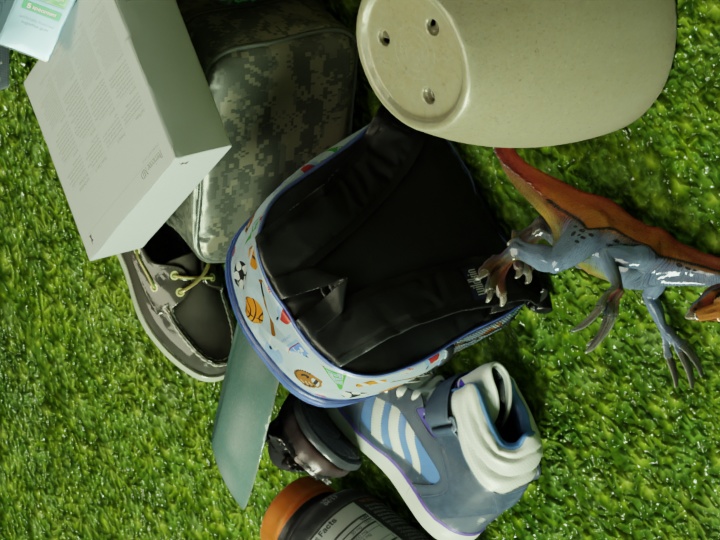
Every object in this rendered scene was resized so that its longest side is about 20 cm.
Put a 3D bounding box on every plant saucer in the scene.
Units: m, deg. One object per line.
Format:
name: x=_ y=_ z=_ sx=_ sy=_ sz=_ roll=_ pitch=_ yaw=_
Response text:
plant saucer: x=-0.086 y=0.084 z=1.828 sx=0.038 sy=0.202 sz=0.202 roll=14 pitch=133 yaw=-4

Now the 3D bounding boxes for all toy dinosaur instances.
toy dinosaur: x=0.169 y=-0.012 z=1.544 sx=0.181 sy=0.105 sz=0.201 roll=-10 pitch=92 yaw=31

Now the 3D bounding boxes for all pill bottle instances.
pill bottle: x=0.010 y=0.244 z=1.866 sx=0.200 sy=0.106 sz=0.107 roll=35 pitch=135 yaw=33

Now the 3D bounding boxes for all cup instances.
cup: x=0.082 y=-0.160 z=1.507 sx=0.200 sy=0.143 sz=0.201 roll=27 pitch=130 yaw=37

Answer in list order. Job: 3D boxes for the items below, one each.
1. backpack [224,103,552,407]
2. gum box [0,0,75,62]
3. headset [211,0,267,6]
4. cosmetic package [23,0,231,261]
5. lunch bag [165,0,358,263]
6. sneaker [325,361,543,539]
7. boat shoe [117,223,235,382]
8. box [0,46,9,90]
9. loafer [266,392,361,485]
backpack: x=0.000 y=0.000 z=1.661 sx=0.200 sy=0.190 sz=0.154 roll=55 pitch=143 yaw=9
gum box: x=-0.206 y=-0.278 z=1.698 sx=0.170 sy=0.044 sz=0.201 roll=-100 pitch=33 yaw=-58
headset: x=-0.109 y=-0.285 z=1.691 sx=0.094 sy=0.123 sz=0.201 roll=-49 pitch=54 yaw=41
cosmetic package: x=-0.172 y=-0.114 z=1.694 sx=0.200 sy=0.051 sz=0.152 roll=-40 pitch=66 yaw=59
lunch bag: x=-0.100 y=-0.126 z=1.762 sx=0.168 sy=0.139 sz=0.201 roll=49 pitch=143 yaw=46
sneaker: x=0.058 y=0.092 z=1.749 sx=0.200 sy=0.080 sz=0.147 roll=53 pitch=133 yaw=20
boat shoe: x=-0.157 y=-0.003 z=1.946 sx=0.202 sy=0.071 sz=0.061 roll=60 pitch=147 yaw=9
box: x=-0.373 y=-0.265 z=2.046 sx=0.200 sy=0.051 sz=0.158 roll=42 pitch=138 yaw=41
loafer: x=-0.044 y=0.136 z=1.816 sx=0.072 sy=0.063 sz=0.200 roll=45 pitch=-176 yaw=-8
